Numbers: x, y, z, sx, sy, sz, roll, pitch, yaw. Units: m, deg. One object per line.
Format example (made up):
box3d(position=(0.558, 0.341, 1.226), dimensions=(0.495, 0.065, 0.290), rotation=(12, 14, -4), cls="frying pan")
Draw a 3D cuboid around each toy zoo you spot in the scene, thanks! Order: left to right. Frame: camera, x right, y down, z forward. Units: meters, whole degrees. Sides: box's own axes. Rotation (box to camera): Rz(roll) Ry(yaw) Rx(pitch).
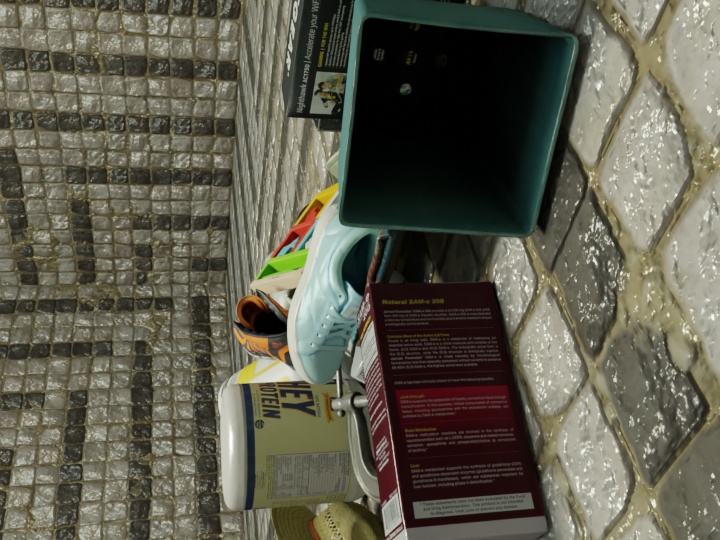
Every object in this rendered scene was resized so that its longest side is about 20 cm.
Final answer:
box3d(position=(-0.051, -0.056, 0.992), dimensions=(0.131, 0.020, 0.201), rotation=(-13, 38, 53), cls="toy zoo")

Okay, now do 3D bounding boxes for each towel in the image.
box3d(position=(0.034, -0.045, 0.723), dimensions=(0.201, 0.022, 0.147), rotation=(-67, -7, -45), cls="towel")

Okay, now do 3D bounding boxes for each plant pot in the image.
box3d(position=(0.053, -0.136, 0.595), dimensions=(0.201, 0.140, 0.143), rotation=(-100, 16, -61), cls="plant pot")

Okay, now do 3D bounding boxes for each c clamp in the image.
box3d(position=(0.026, 0.155, 0.800), dimensions=(0.199, 0.027, 0.173), rotation=(-11, 82, 55), cls="c clamp")

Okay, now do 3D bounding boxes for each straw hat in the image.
box3d(position=(-0.017, 0.335, 0.970), dimensions=(0.085, 0.201, 0.201), rotation=(-43, 24, 5), cls="straw hat")

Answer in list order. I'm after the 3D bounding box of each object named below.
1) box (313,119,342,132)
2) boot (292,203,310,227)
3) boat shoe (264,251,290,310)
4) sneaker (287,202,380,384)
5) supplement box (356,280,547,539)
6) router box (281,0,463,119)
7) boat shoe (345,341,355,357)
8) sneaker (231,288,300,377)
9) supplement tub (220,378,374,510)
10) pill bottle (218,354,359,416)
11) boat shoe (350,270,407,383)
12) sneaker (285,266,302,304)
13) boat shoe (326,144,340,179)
box3d(position=(-0.015, -0.296, 0.952), dimensions=(0.164, 0.085, 0.201), rotation=(-108, 22, -52), cls="box")
box3d(position=(-0.044, -0.066, 1.133), dimensions=(0.200, 0.064, 0.188), rotation=(130, 151, -53), cls="boot")
box3d(position=(-0.088, 0.067, 1.113), dimensions=(0.067, 0.073, 0.201), rotation=(-55, -50, -36), cls="boat shoe")
box3d(position=(-0.024, 0.035, 0.811), dimensions=(0.082, 0.073, 0.202), rotation=(32, 117, 55), cls="sneaker")
box3d(position=(0.063, 0.109, 0.602), dimensions=(0.061, 0.108, 0.202), rotation=(112, 154, -58), cls="supplement box")
box3d(position=(0.011, -0.231, 0.720), dimensions=(0.201, 0.148, 0.051), rotation=(106, 158, -48), cls="router box")
box3d(position=(-0.001, 0.000, 0.889), dimensions=(0.064, 0.074, 0.204), rotation=(20, 115, 29), cls="boat shoe")
box3d(position=(-0.123, 0.063, 0.986), dimensions=(0.199, 0.112, 0.078), rotation=(12, 64, 51), cls="sneaker")
box3d(position=(-0.064, 0.204, 0.931), dimensions=(0.145, 0.198, 0.147), rotation=(179, 90, -76), cls="supplement tub")
box3d(position=(-0.090, 0.156, 1.060), dimensions=(0.199, 0.112, 0.113), rotation=(-32, 48, 25), cls="pill bottle")
box3d(position=(0.039, 0.061, 0.785), dimensions=(0.072, 0.065, 0.200), rotation=(-61, 4, 17), cls="boat shoe")
box3d(position=(-0.046, 0.024, 1.034), dimensions=(0.200, 0.114, 0.074), rotation=(137, 129, -73), cls="sneaker")
box3d(position=(0.014, -0.135, 0.875), dimensions=(0.061, 0.072, 0.201), rotation=(-53, 15, -9), cls="boat shoe")
